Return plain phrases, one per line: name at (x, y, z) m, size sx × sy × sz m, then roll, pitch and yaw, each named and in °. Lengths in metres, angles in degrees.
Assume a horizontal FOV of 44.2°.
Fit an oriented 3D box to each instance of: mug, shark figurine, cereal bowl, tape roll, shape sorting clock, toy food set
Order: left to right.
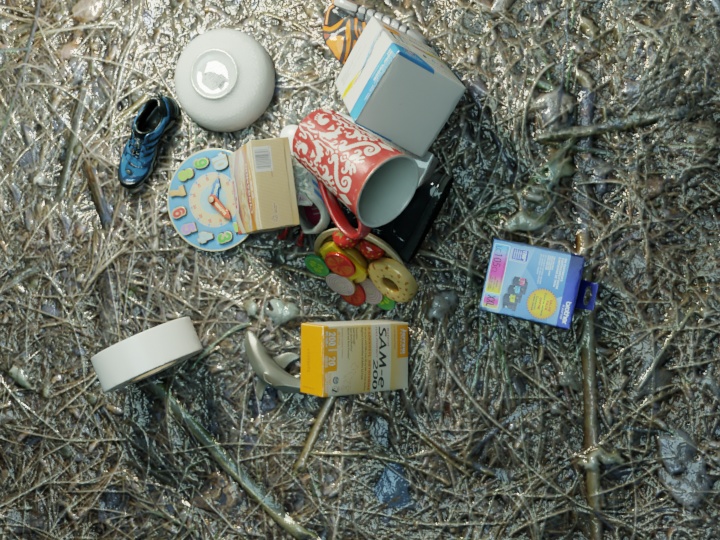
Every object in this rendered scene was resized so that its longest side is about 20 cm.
tape roll at (-0.401, 0.159, 1.676) m, size 0.201 × 0.202 × 0.071 m, roll -26°, pitch 87°, yaw 9°
shape sorting clock at (-0.287, -0.138, 1.733) m, size 0.198 × 0.039 × 0.202 m, roll 0°, pitch 90°, yaw 10°
cereal bowl at (-0.269, -0.371, 1.707) m, size 0.198 × 0.083 × 0.202 m, roll 0°, pitch 89°, yaw 10°
shark figurine at (-0.137, 0.204, 1.687) m, size 0.213 × 0.089 × 0.129 m, roll 14°, pitch 94°, yaw 12°
mug at (-0.028, -0.163, 1.495) m, size 0.200 × 0.133 × 0.178 m, roll 41°, pitch 102°, yaw 34°
toy food set at (0.000, 0.000, 1.623) m, size 0.200 × 0.198 × 0.049 m, roll 40°, pitch 56°, yaw -16°

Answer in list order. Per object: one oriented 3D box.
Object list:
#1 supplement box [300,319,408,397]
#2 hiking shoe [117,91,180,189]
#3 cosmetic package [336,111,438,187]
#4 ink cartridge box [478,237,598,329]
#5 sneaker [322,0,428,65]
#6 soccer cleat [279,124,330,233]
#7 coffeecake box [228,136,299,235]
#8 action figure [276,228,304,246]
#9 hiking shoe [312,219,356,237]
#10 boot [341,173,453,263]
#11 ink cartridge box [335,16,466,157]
supplement box at (-0.008, 0.156, 1.608) m, size 0.073 × 0.199 × 0.127 m, roll 2°, pitch 92°, yaw 52°
hiking shoe at (-0.429, -0.256, 1.733) m, size 0.074 × 0.087 × 0.201 m, roll 26°, pitch 95°, yaw 9°
cosmetic package at (0.039, -0.213, 1.639) m, size 0.199 × 0.113 × 0.082 m, roll 27°, pitch 96°, yaw 10°
ink cartridge box at (0.325, 0.027, 1.609) m, size 0.198 × 0.076 × 0.138 m, roll 12°, pitch 93°, yaw 8°
sneaker at (0.022, -0.427, 1.666) m, size 0.199 × 0.078 × 0.113 m, roll 24°, pitch 109°, yaw 4°
soccer cleat at (-0.101, -0.161, 1.593) m, size 0.069 × 0.086 × 0.201 m, roll -12°, pitch 105°, yaw 20°
coffeecake box at (-0.178, -0.148, 1.606) m, size 0.073 × 0.200 × 0.155 m, roll -8°, pitch 92°, yaw -19°
action figure at (-0.107, -0.149, 1.674) m, size 0.065 × 0.099 × 0.201 m, roll 18°, pitch 91°, yaw 6°
hiking shoe at (0.004, -0.082, 1.663) m, size 0.199 × 0.076 × 0.101 m, roll 19°, pitch 97°, yaw 10°
boot at (0.054, -0.125, 1.557) m, size 0.168 × 0.076 × 0.201 m, roll 34°, pitch 133°, yaw 8°
ink cartridge box at (0.064, -0.325, 1.554) m, size 0.147 × 0.200 × 0.145 m, roll 22°, pitch 114°, yaw -25°
